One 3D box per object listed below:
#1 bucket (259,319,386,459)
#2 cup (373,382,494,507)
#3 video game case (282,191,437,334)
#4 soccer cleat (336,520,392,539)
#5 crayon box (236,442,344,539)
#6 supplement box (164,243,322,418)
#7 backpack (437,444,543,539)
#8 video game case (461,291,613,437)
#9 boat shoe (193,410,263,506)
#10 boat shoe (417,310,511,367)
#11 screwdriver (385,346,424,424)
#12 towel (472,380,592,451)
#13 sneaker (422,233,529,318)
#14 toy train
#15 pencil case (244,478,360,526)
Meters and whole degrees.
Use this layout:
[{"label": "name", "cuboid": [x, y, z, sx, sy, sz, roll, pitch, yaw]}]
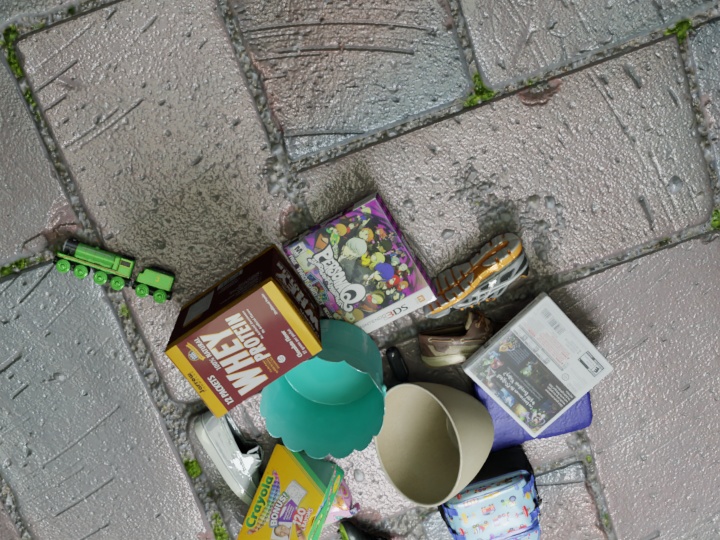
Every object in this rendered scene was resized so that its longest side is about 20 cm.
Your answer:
[{"label": "bucket", "cuboid": [-0.054, 0.189, 1.464, 0.205, 0.135, 0.209, 2, 119, 5]}, {"label": "cup", "cuboid": [0.140, 0.273, 1.498, 0.143, 0.200, 0.202, -9, 112, -41]}, {"label": "video game case", "cuboid": [0.000, 0.000, 1.463, 0.180, 0.036, 0.201, -27, 107, 17]}, {"label": "soccer cleat", "cuboid": [0.023, 0.498, 1.609, 0.081, 0.068, 0.201, -34, 125, -6]}, {"label": "crayon box", "cuboid": [-0.120, 0.406, 1.511, 0.118, 0.058, 0.201, 14, 70, 22]}, {"label": "supplement box", "cuboid": [-0.177, 0.089, 1.410, 0.197, 0.200, 0.133, -34, 106, 7]}, {"label": "backpack", "cuboid": [0.233, 0.432, 1.577, 0.181, 0.135, 0.201, -15, 110, 2]}, {"label": "video game case", "cuboid": [0.294, 0.159, 1.491, 0.182, 0.023, 0.200, -43, 115, 8]}, {"label": "boat shoe", "cuboid": [-0.205, 0.320, 1.546, 0.071, 0.070, 0.202, -30, 105, 8]}, {"label": "boat shoe", "cuboid": [0.193, 0.104, 1.509, 0.198, 0.072, 0.072, -13, 109, 7]}, {"label": "screwdriver", "cuboid": [0.089, 0.220, 1.557, 0.028, 0.029, 0.201, -22, 106, 3]}, {"label": "towel", "cuboid": [0.298, 0.227, 1.566, 0.198, 0.050, 0.149, -12, 114, -1]}, {"label": "sneaker", "cuboid": [0.192, 0.025, 1.484, 0.199, 0.079, 0.077, -33, 126, 13]}, {"label": "toy train", "cuboid": [-0.394, 0.000, 1.454, 0.199, 0.042, 0.057, 19, 95, -9]}, {"label": "pencil case", "cuboid": [-0.104, 0.429, 1.579, 0.199, 0.087, 0.088, -24, 107, 2]}]
